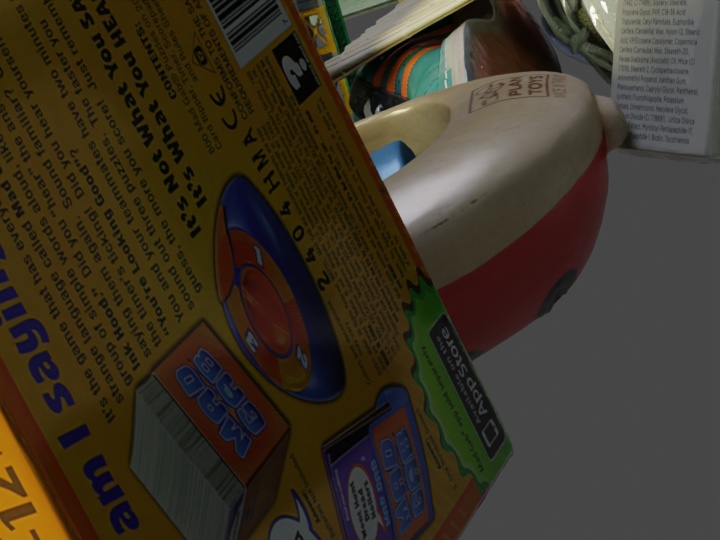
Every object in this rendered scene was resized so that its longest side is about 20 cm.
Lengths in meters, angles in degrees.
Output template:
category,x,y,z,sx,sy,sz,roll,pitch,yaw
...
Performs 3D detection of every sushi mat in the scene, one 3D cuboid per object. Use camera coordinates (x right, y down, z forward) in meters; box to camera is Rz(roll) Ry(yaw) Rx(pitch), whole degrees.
category,x,y,z,sx,sy,sz,roll,pitch,yaw
sushi mat,0.067,-0.131,0.997,0.200,0.012,0.096,-25,19,48

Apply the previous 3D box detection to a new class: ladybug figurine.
category,x,y,z,sx,sy,sz,roll,pitch,yaw
ladybug figurine,0.000,0.000,0.836,0.200,0.072,0.136,-24,17,14

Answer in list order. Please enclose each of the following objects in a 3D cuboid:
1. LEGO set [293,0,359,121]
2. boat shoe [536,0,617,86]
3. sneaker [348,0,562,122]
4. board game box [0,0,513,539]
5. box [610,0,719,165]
category,x,y,z,sx,sy,sz,roll,pitch,yaw
LEGO set,-0.091,-0.072,1.125,0.200,0.154,0.116,-31,13,-30
boat shoe,0.105,-0.106,1.049,0.065,0.075,0.202,-31,9,9
sneaker,0.038,-0.062,1.032,0.080,0.071,0.200,-40,13,16
board game box,-0.113,0.034,0.655,0.199,0.200,0.200,-19,15,28
box,0.130,-0.133,0.810,0.068,0.201,0.082,3,5,-20
